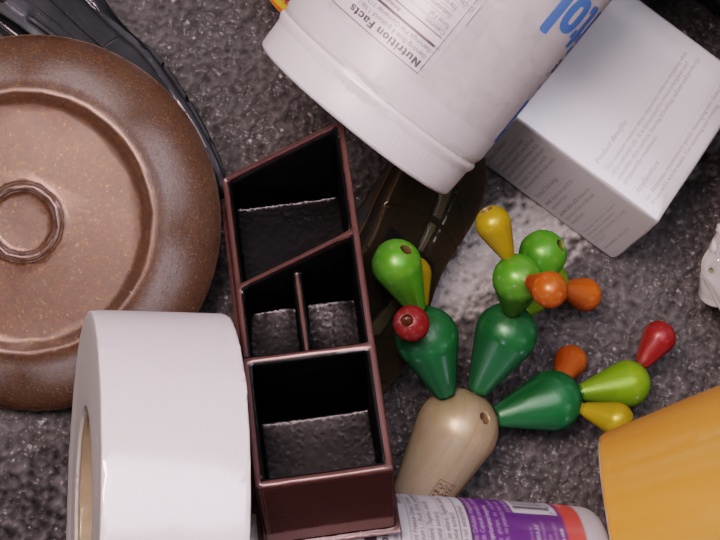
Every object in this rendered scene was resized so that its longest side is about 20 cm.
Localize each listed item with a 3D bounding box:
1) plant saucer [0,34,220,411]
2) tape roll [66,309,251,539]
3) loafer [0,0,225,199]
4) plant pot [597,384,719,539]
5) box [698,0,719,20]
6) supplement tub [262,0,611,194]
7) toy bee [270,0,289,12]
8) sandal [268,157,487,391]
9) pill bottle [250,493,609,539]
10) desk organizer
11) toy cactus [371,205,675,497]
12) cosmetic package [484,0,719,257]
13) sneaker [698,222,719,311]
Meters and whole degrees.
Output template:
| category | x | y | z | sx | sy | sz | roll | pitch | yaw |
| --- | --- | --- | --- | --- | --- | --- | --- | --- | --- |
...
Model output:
| category | x | y | z | sx | sy | sz | roll | pitch | yaw |
| --- | --- | --- | --- | --- | --- | --- | --- | --- | --- |
| plant saucer | -0.174 | -0.025 | 1.103 | 0.200 | 0.037 | 0.201 | 0 | 90 | 1 |
| tape roll | -0.102 | 0.120 | 1.030 | 0.071 | 0.202 | 0.203 | 1 | 74 | -12 |
| loafer | -0.150 | -0.106 | 1.156 | 0.070 | 0.068 | 0.201 | -38 | 80 | -12 |
| plant pot | 0.224 | 0.130 | 1.088 | 0.183 | 0.200 | 0.201 | -11 | 76 | 10 |
| box | 0.209 | -0.184 | 1.207 | 0.200 | 0.158 | 0.051 | 41 | 96 | 2 |
| supplement tub | 0.059 | -0.155 | 1.082 | 0.132 | 0.132 | 0.200 | 39 | 99 | 0 |
| toy bee | -0.018 | -0.187 | 1.198 | 0.109 | 0.200 | 0.131 | 63 | 32 | -19 |
| sandal | 0.000 | 0.000 | 1.160 | 0.082 | 0.055 | 0.200 | 41 | 66 | -31 |
| pill bottle | 0.023 | 0.172 | 1.089 | 0.199 | 0.111 | 0.112 | 5 | 74 | -11 |
| desk organizer | -0.028 | 0.030 | 1.052 | 0.072 | 0.077 | 0.200 | -7 | 62 | -2 |
| toy cactus | 0.077 | 0.059 | 1.138 | 0.200 | 0.102 | 0.165 | 24 | 96 | -42 |
| cosmetic package | 0.106 | -0.114 | 1.207 | 0.200 | 0.081 | 0.113 | 37 | 70 | 1 |
| sneaker | 0.224 | -0.026 | 1.181 | 0.075 | 0.099 | 0.201 | -21 | 102 | -50 |
